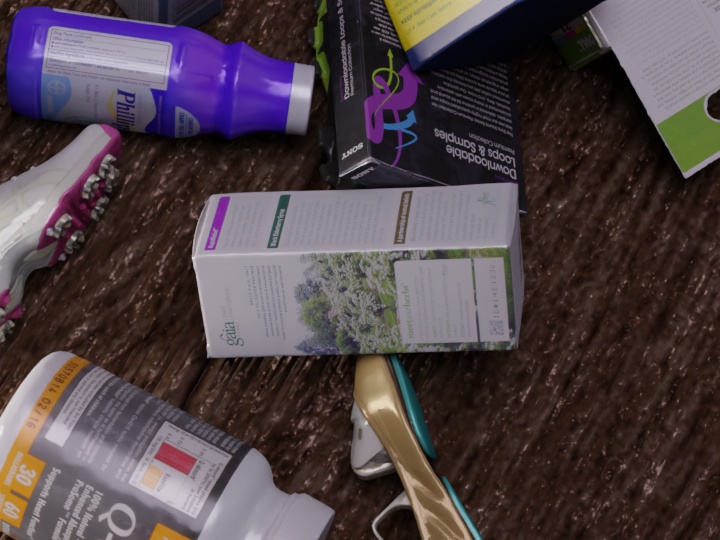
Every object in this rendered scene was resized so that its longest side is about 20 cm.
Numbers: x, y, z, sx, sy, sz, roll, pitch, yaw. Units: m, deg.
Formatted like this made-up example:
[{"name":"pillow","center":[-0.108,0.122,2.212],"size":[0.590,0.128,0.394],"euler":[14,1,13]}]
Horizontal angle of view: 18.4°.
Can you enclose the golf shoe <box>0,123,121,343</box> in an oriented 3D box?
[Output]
[{"name":"golf shoe","center":[-0.232,-0.027,1.423],"size":[0.091,0.075,0.200],"euler":[33,68,11]}]

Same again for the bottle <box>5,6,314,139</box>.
[{"name":"bottle","center":[-0.131,-0.125,1.464],"size":[0.199,0.084,0.066],"euler":[8,69,-3]}]

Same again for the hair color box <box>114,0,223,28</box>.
[{"name":"hair color box","center":[-0.174,-0.255,1.502],"size":[0.061,0.099,0.200],"euler":[-36,76,-17]}]

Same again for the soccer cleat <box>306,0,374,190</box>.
[{"name":"soccer cleat","center":[0.013,-0.131,1.504],"size":[0.083,0.065,0.201],"euler":[16,60,-32]}]

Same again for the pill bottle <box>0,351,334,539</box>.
[{"name":"pill bottle","center":[-0.124,0.141,1.343],"size":[0.199,0.116,0.117],"euler":[27,68,6]}]

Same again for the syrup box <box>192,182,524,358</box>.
[{"name":"syrup box","center":[0.000,0.000,1.393],"size":[0.199,0.079,0.082],"euler":[-2,32,9]}]

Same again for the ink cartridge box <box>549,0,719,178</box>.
[{"name":"ink cartridge box","center":[0.212,-0.177,1.527],"size":[0.148,0.076,0.200],"euler":[-31,93,-17]}]

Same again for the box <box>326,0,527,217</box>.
[{"name":"box","center":[0.041,-0.137,1.462],"size":[0.143,0.036,0.201],"euler":[17,57,-39]}]

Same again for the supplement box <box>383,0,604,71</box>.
[{"name":"supplement box","center":[0.066,-0.244,1.436],"size":[0.109,0.109,0.201],"euler":[-12,78,-48]}]

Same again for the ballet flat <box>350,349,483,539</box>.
[{"name":"ballet flat","center":[0.028,0.132,1.391],"size":[0.063,0.069,0.201],"euler":[-26,71,1]}]
